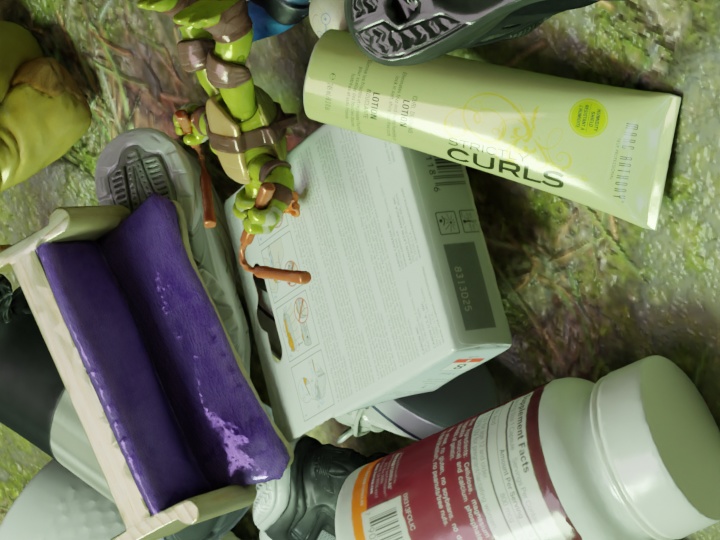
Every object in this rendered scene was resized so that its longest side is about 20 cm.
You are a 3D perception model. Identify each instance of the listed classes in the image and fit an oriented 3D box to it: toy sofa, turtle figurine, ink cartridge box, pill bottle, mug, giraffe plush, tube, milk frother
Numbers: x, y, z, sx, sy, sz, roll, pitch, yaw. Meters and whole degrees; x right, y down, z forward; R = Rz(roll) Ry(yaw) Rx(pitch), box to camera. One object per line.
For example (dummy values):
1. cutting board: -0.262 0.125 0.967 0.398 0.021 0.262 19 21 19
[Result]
1. toy sofa: -0.129 0.056 1.434 0.097 0.083 0.201 -27 82 22
2. turtle figurine: -0.067 -0.083 1.382 0.200 0.064 0.162 -128 19 -61
3. ink cartridge box: 0.000 0.000 1.406 0.200 0.050 0.163 -34 67 56
4. pill bottle: 0.095 0.127 1.341 0.200 0.114 0.114 -26 98 27
5. mug: -0.145 0.236 1.721 0.175 0.148 0.200 25 164 24
6. giraffe plush: -0.286 -0.103 1.523 0.172 0.201 0.162 7 153 22
7. tube: 0.069 -0.082 1.288 0.199 0.052 0.058 16 160 15
8. milk frother: -0.183 0.086 1.588 0.188 0.200 0.181 31 132 27

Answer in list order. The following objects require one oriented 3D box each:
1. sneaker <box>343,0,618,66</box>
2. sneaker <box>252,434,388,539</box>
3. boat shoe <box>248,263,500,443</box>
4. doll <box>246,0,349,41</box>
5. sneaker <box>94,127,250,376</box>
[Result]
1. sneaker: 0.097 -0.162 1.215 0.199 0.114 0.076 -21 97 23
2. sneaker: 0.001 0.173 1.549 0.113 0.076 0.200 8 150 14
3. boat shoe: 0.003 0.069 1.475 0.202 0.075 0.086 32 137 31
4. doll: -0.065 -0.189 1.376 0.200 0.048 0.137 38 132 23
5. sneaker: -0.099 0.008 1.519 0.078 0.099 0.201 -12 88 20
